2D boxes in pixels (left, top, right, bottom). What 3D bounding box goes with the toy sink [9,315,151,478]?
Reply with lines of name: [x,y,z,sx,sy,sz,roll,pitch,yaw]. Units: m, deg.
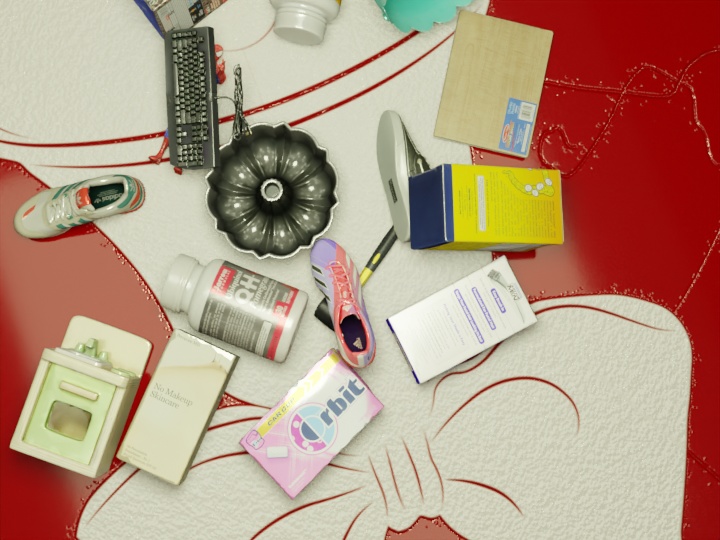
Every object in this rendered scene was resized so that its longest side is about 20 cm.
toy sink: [-0.395,0.175,1.514,0.129,0.112,0.203,20,84,-1]

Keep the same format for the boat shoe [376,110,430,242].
boat shoe: [0.071,-0.142,1.588,0.063,0.071,0.203,-7,81,-24]

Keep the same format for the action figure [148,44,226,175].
action figure: [-0.250,-0.251,1.569,0.065,0.099,0.202,23,82,0]

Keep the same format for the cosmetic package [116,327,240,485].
cosmetic package: [-0.262,0.196,1.538,0.102,0.073,0.202,23,85,0]

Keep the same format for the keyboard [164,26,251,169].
keyboard: [-0.220,-0.248,1.522,0.125,0.021,0.203,-3,91,10]

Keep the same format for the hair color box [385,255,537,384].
hair color box: [0.148,0.073,1.569,0.198,0.065,0.110,-27,86,-2]

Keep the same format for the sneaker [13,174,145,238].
sneaker: [-0.416,-0.101,1.548,0.197,0.093,0.071,-15,85,-4]

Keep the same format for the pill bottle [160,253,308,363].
pill bottle: [-0.183,0.049,1.534,0.198,0.111,0.112,21,84,0]

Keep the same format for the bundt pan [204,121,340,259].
bundt pan: [-0.127,-0.112,1.567,0.199,0.076,0.205,0,84,0]

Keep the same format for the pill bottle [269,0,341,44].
pill bottle: [-0.074,-0.446,1.584,0.108,0.109,0.203,10,85,-1]

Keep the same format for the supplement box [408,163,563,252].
supplement box: [0.180,-0.088,1.529,0.197,0.109,0.111,1,84,-25]

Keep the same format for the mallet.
mallet: [0.000,0.000,1.587,0.065,0.041,0.202,27,80,3]

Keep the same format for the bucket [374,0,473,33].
bucket: [0.083,-0.465,1.539,0.206,0.208,0.135,-35,61,-5]

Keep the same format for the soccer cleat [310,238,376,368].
soccer cleat: [-0.023,0.042,1.518,0.066,0.077,0.203,-15,75,-6]

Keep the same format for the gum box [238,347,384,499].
gum box: [-0.067,0.218,1.545,0.200,0.066,0.114,-44,89,-5]

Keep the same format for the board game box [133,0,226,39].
board game box: [-0.242,-0.449,1.553,0.199,0.159,0.097,-39,87,-6]

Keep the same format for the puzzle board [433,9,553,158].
puzzle board: [0.203,-0.285,1.627,0.148,0.017,0.203,13,85,-2]
